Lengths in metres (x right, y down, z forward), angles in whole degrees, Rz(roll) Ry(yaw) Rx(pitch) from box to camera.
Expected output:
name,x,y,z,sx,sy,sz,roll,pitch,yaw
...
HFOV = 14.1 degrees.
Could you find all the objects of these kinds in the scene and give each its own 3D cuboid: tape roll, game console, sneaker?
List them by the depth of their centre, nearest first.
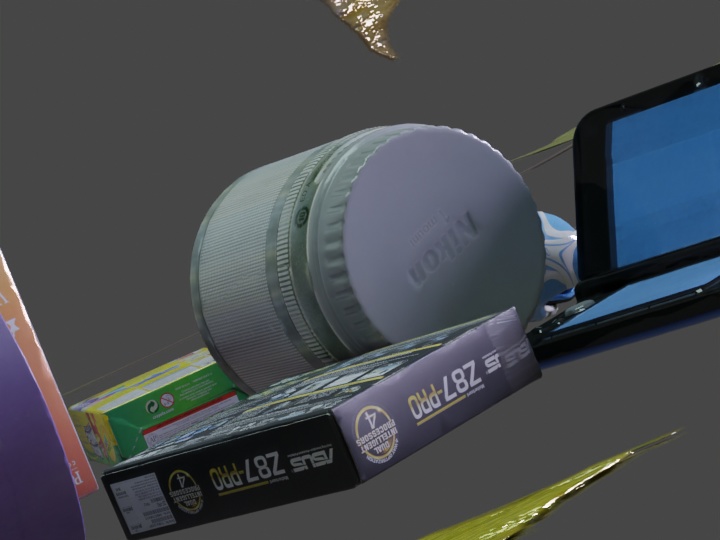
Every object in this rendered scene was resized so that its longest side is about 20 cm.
name,x,y,z,sx,sy,sz,roll,pitch,yaw
tape roll,-0.229,0.092,1.553,0.085,0.201,0.200,-24,4,-20
game console,0.170,-0.037,1.626,0.199,0.119,0.170,-20,5,41
sneaker,0.101,0.009,1.880,0.072,0.072,0.200,16,-11,-8

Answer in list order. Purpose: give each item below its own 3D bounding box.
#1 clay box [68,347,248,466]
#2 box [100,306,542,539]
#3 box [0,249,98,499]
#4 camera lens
name,x,y,z,sx,sy,sz,roll,pitch,yaw
clay box,-0.141,0.097,2.081,0.114,0.048,0.200,-24,3,-12
box,-0.023,0.085,1.593,0.199,0.049,0.161,-19,7,45
box,-0.291,0.089,1.919,0.152,0.201,0.106,-26,4,-39
camera lens,0.000,0.000,1.767,0.159,0.161,0.200,-25,5,-31
